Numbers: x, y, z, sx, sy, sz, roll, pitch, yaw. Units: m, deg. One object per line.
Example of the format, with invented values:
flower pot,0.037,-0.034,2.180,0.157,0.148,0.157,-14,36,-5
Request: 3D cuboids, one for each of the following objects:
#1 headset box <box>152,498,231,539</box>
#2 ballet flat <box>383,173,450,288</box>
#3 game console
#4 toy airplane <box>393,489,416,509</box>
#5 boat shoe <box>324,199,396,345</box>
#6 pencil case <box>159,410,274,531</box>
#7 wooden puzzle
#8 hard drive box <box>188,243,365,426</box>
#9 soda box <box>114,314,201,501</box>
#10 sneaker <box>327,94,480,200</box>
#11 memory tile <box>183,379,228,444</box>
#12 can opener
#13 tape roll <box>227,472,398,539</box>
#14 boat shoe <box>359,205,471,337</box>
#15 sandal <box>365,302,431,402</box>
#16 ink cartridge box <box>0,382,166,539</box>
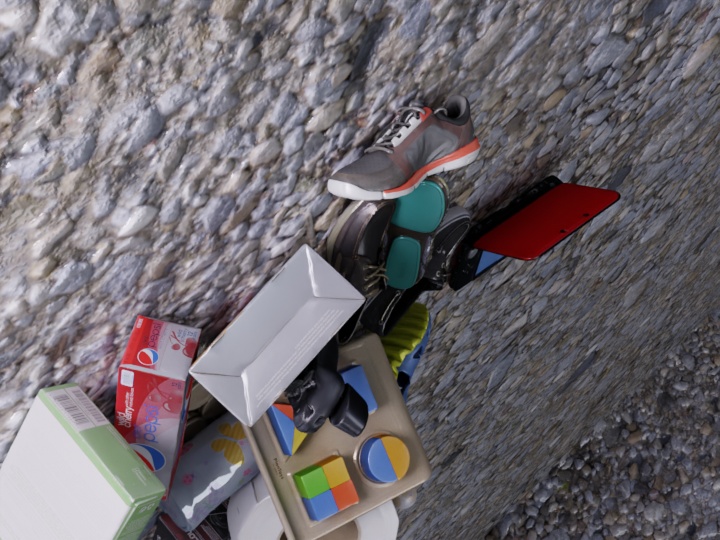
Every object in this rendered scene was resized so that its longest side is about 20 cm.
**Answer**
headset box,-0.197,0.360,1.340,0.200,0.077,0.149,-22,145,-43
ballet flat,0.060,-0.061,1.158,0.072,0.072,0.200,-33,156,-29
game console,0.240,-0.039,1.411,0.200,0.119,0.173,-32,151,-30
toy airplane,0.017,0.333,1.570,0.200,0.141,0.199,-62,177,-4
boat shoe,0.000,0.000,1.129,0.074,0.073,0.200,-20,144,-46
pencil case,-0.146,0.207,1.150,0.200,0.083,0.091,-37,162,-23
wooden puzzle,-0.022,0.187,1.135,0.200,0.186,0.046,-23,-178,-27
hard drive box,-0.079,0.055,0.980,0.156,0.077,0.200,-47,-177,-3
soda box,-0.202,0.137,0.986,0.070,0.063,0.200,-82,-173,-47
sneaker,0.041,-0.132,1.034,0.200,0.077,0.082,-28,123,-38
memory tile,-0.148,0.127,1.147,0.200,0.017,0.153,-47,156,-2
can opener,-0.043,0.111,1.012,0.063,0.079,0.200,-39,-163,4
tape roll,-0.059,0.304,1.221,0.202,0.071,0.203,-7,121,-13
boat shoe,0.077,0.005,1.271,0.200,0.066,0.070,-42,155,-12
sandal,0.040,0.130,1.324,0.200,0.079,0.087,-62,150,-28
ink cartridge box,-0.276,0.225,0.924,0.048,0.146,0.200,-7,134,-57
